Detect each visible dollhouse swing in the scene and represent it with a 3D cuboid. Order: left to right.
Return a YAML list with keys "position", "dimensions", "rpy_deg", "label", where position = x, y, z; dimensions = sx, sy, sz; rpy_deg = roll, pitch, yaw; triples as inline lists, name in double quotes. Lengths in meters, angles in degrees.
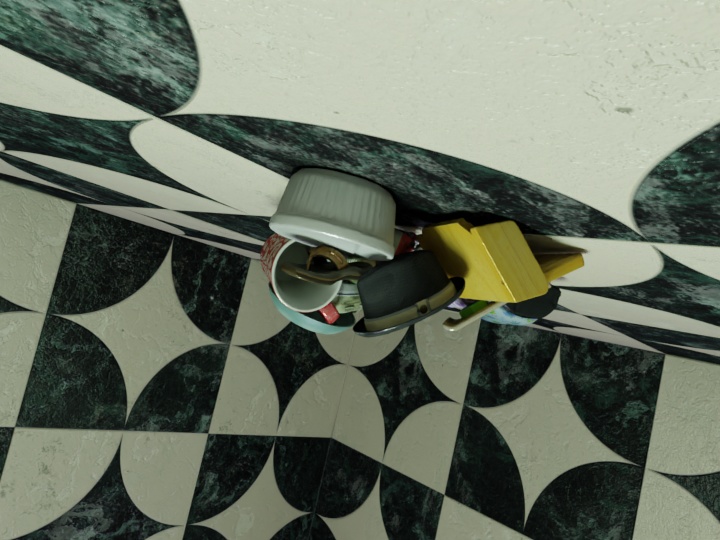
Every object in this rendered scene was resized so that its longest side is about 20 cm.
- position: [0.234, -0.043, 0.917]
  dimensions: [0.184, 0.174, 0.199]
  rpy_deg: [57, 164, -11]
  label: "dollhouse swing"

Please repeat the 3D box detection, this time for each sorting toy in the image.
- position: [0.247, 0.056, 1.031]
  dimensions: [0.196, 0.037, 0.185]
  rpy_deg: [-26, 173, 11]
  label: "sorting toy"

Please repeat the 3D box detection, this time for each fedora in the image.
- position: [0.066, 0.026, 0.888]
  dimensions: [0.197, 0.093, 0.201]
  rpy_deg: [-23, -173, 3]
  label: "fedora"

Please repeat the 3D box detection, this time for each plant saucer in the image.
- position: [-0.105, 0.079, 1.146]
  dimensions: [0.196, 0.037, 0.200]
  rpy_deg: [25, -167, -6]
  label: "plant saucer"

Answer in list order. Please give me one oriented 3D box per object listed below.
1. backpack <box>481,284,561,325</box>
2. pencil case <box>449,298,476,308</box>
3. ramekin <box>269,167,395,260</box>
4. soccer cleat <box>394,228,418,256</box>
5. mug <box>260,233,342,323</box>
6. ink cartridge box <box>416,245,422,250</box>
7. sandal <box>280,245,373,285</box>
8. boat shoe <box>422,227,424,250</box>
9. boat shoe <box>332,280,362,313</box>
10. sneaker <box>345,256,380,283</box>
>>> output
- position: [0.316, 0.054, 1.237]
  dimensions: [0.160, 0.157, 0.200]
  rpy_deg: [17, -170, -21]
  label: "backpack"
- position: [0.213, 0.040, 1.215]
  dimensions: [0.083, 0.086, 0.200]
  rpy_deg: [11, 174, -13]
  label: "pencil case"
- position: [-0.034, -0.085, 0.855]
  dimensions: [0.197, 0.097, 0.202]
  rpy_deg: [15, 175, 1]
  label: "ramekin"
- position: [0.061, -0.050, 1.020]
  dimensions: [0.084, 0.070, 0.200]
  rpy_deg: [27, -174, 7]
  label: "soccer cleat"
- position: [-0.122, 0.011, 1.058]
  dimensions: [0.130, 0.182, 0.199]
  rpy_deg: [-9, -167, -19]
  label: "mug"
- position: [0.151, -0.022, 1.220]
  dimensions: [0.196, 0.078, 0.147]
  rpy_deg: [-21, -174, -18]
  label: "ink cartridge box"
- position: [-0.048, -0.013, 0.885]
  dimensions: [0.081, 0.056, 0.197]
  rpy_deg: [17, -167, 42]
  label: "sandal"
- position: [0.179, -0.028, 1.073]
  dimensions: [0.071, 0.062, 0.199]
  rpy_deg: [9, 173, 42]
  label: "boat shoe"
- position: [-0.019, 0.058, 1.174]
  dimensions: [0.070, 0.064, 0.199]
  rpy_deg: [9, -179, 25]
  label: "boat shoe"
- position: [0.000, 0.000, 1.087]
  dimensions: [0.087, 0.069, 0.200]
  rpy_deg: [-7, 180, 7]
  label: "sneaker"
